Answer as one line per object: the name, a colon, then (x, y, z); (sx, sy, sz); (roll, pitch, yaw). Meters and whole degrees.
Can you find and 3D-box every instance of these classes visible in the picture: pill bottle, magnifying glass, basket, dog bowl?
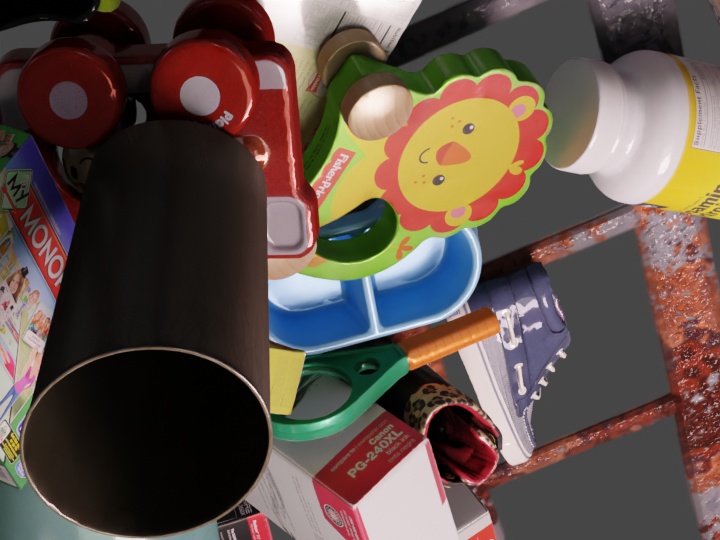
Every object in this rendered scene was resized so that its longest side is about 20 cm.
pill bottle: (0.234, -0.100, 1.309); (0.198, 0.113, 0.113); (8, 128, -27)
magnifying glass: (0.013, 0.073, 1.321); (0.198, 0.080, 0.023); (-23, 127, -16)
basket: (-0.115, 0.023, 1.034); (0.135, 0.201, 0.181); (14, 136, -14)
dog bowl: (0.000, 0.000, 1.327); (0.198, 0.050, 0.113); (-15, 113, -9)

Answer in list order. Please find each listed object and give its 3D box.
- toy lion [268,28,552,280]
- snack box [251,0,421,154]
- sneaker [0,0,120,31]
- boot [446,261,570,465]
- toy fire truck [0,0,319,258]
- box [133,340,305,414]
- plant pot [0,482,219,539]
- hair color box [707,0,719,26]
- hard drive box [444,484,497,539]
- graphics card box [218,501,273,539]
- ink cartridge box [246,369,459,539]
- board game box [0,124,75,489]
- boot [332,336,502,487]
toy lion: (0.032, -0.072, 1.237); (0.190, 0.069, 0.201); (15, 122, -38)
snack box: (-0.051, -0.136, 1.214); (0.115, 0.037, 0.201); (13, 125, -31)
sneaker: (-0.240, -0.185, 1.060); (0.198, 0.083, 0.072); (0, 131, -22)
boot: (0.137, 0.081, 1.466); (0.089, 0.073, 0.201); (-20, 135, 5)
toy fire truck: (-0.130, -0.081, 1.133); (0.197, 0.112, 0.170); (-2, 115, 5)
box: (-0.121, 0.061, 1.209); (0.199, 0.075, 0.051); (15, 90, -58)
plant pot: (-0.202, 0.157, 1.325); (0.198, 0.201, 0.163); (-7, 122, -15)
hair color box: (0.264, -0.211, 1.226); (0.060, 0.100, 0.200); (-30, 135, 9)
hard drive box: (0.025, 0.281, 1.571); (0.199, 0.077, 0.157); (-33, 140, -11)
graphics card box: (-0.171, 0.256, 1.523); (0.198, 0.051, 0.126); (-18, 136, -8)
ink cartridge box: (-0.030, 0.150, 1.371); (0.083, 0.199, 0.146); (-41, 140, -21)
board game box: (-0.221, 0.027, 1.124); (0.135, 0.029, 0.201); (-56, 148, -29)
boot: (0.053, 0.123, 1.412); (0.073, 0.150, 0.201); (-41, 133, -10)
